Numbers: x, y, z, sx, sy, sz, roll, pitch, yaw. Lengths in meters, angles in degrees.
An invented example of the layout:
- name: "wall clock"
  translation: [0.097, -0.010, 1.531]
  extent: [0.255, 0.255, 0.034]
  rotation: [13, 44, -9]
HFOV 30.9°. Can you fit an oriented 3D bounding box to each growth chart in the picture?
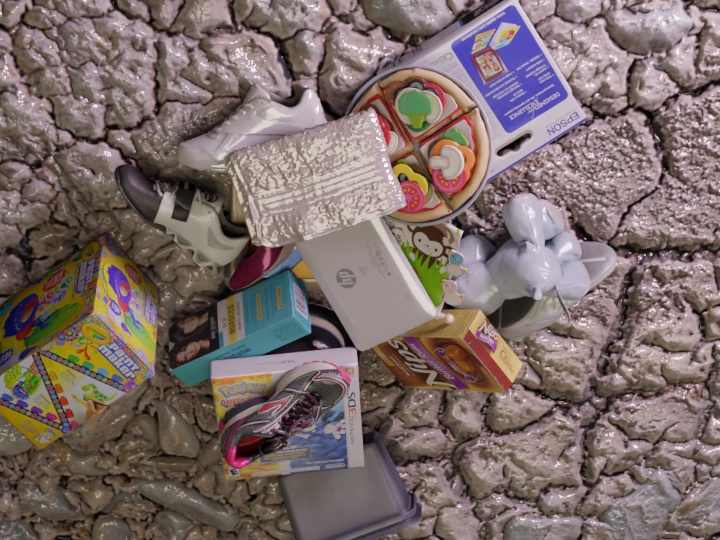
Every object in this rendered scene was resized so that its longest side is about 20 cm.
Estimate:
- name: "growth chart"
  translation: [0.070, -0.032, 1.681]
  extent: [0.144, 0.018, 0.201]
  rotation: [13, 120, 23]

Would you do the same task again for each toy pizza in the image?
- name: "toy pizza"
  translation: [0.065, -0.151, 1.605]
  extent: [0.200, 0.032, 0.201]
  rotation: [5, 104, 21]

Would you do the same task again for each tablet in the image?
- name: "tablet"
  translation: [0.000, 0.000, 1.703]
  extent: [0.130, 0.014, 0.200]
  rotation: [-26, 100, 25]

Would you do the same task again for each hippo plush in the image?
- name: "hippo plush"
  translation: [0.203, 0.012, 1.744]
  extent: [0.161, 0.200, 0.159]
  rotation: [-27, 140, 31]

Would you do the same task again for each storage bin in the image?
- name: "storage bin"
  translation: [-0.024, 0.328, 1.935]
  extent: [0.199, 0.146, 0.135]
  rotation: [-19, 94, 6]

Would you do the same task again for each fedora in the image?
- name: "fedora"
  translation: [-0.096, 0.139, 1.821]
  extent: [0.200, 0.092, 0.201]
  rotation: [-3, 122, -5]

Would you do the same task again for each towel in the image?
- name: "towel"
  translation: [-0.057, -0.110, 1.598]
  extent: [0.199, 0.034, 0.133]
  rotation: [-17, 103, 7]

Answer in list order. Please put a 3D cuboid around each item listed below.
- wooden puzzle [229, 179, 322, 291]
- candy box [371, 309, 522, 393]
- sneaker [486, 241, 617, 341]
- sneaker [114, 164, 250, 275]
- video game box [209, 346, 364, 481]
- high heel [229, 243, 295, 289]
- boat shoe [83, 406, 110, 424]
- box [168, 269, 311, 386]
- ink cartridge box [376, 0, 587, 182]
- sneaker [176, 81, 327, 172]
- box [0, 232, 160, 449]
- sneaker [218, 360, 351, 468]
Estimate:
- name: "wooden puzzle"
  translation: [-0.081, -0.051, 1.740]
  extent: [0.184, 0.037, 0.200]
  rotation: [0, 122, -7]
- name: "candy box"
  translation: [0.109, 0.109, 1.782]
  extent: [0.200, 0.057, 0.117]
  rotation: [-1, 137, 49]
- name: "sneaker"
  translation: [0.270, 0.029, 1.822]
  extent: [0.200, 0.071, 0.080]
  rotation: [-32, 145, 7]
- name: "sneaker"
  translation: [-0.225, -0.085, 1.680]
  extent: [0.088, 0.074, 0.200]
  rotation: [-38, 122, 20]
- name: "video game box"
  translation: [-0.097, 0.197, 1.777]
  extent: [0.199, 0.047, 0.183]
  rotation: [-6, 120, -3]
- name: "high heel"
  translation: [-0.121, -0.057, 1.685]
  extent: [0.200, 0.067, 0.096]
  rotation: [-39, 93, 26]
- name: "boat shoe"
  translation: [-0.384, 0.179, 1.833]
  extent: [0.200, 0.071, 0.065]
  rotation: [-23, 128, 17]
- name: "box"
  translation: [-0.166, 0.078, 1.761]
  extent: [0.200, 0.082, 0.049]
  rotation: [-24, 138, 18]
- name: "ink cartridge box"
  translation: [0.156, -0.223, 1.660]
  extent: [0.197, 0.047, 0.200]
  rotation: [-31, 121, 11]
- name: "sneaker"
  translation: [-0.139, -0.186, 1.639]
  extent: [0.199, 0.078, 0.100]
  rotation: [-14, 112, -4]
- name: "box"
  translation: [-0.374, 0.090, 1.697]
  extent: [0.192, 0.200, 0.122]
  rotation: [-33, 119, 13]
- name: "sneaker"
  translation: [-0.095, 0.193, 1.704]
  extent: [0.200, 0.075, 0.081]
  rotation: [-35, 118, 13]
